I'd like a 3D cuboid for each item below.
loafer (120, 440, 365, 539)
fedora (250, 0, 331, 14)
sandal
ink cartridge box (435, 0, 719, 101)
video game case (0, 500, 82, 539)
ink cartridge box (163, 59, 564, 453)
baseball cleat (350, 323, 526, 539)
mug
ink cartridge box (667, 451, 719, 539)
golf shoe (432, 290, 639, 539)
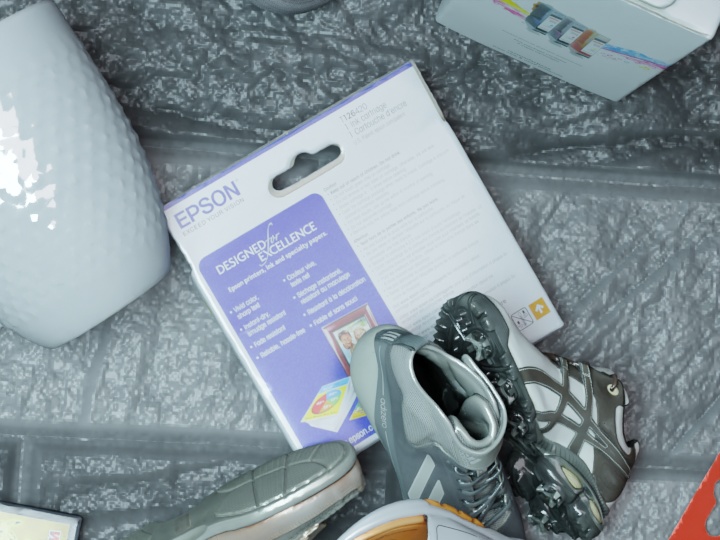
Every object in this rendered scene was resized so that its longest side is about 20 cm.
[{"bbox_3d":[-0.081,0.173,1.100,0.199,0.072,0.063,-27,106,7],"label":"loafer"},{"bbox_3d":[-0.044,-0.261,1.129,0.090,0.178,0.200,25,57,27],"label":"fedora"},{"bbox_3d":[0.063,0.191,1.061,0.206,0.059,0.079,19,119,-42],"label":"sandal"},{"bbox_3d":[0.153,-0.215,1.114,0.144,0.200,0.146,23,81,-6],"label":"ink cartridge box"},{"bbox_3d":[-0.279,0.234,1.090,0.179,0.025,0.202,12,82,-8],"label":"video game case"},{"bbox_3d":[0.000,0.000,1.149,0.197,0.047,0.201,-30,89,-9],"label":"ink cartridge box"},{"bbox_3d":[0.061,0.124,1.086,0.070,0.106,0.201,-42,115,-21],"label":"baseball cleat"},{"bbox_3d":[-0.220,-0.037,1.078,0.199,0.148,0.176,-30,98,19],"label":"mug"},{"bbox_3d":[0.318,0.194,1.179,0.199,0.057,0.163,35,80,-9],"label":"ink cartridge box"},{"bbox_3d":[0.115,0.076,1.127,0.094,0.078,0.201,-44,125,-23],"label":"golf shoe"}]
